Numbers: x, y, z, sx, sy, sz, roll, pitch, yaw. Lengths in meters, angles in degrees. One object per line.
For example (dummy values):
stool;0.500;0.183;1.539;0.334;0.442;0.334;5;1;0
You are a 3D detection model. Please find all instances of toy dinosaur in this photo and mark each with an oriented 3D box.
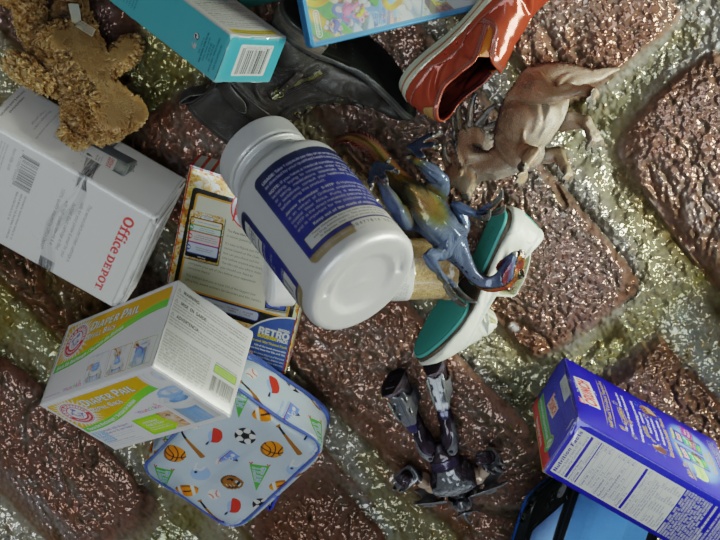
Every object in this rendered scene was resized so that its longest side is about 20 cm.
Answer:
toy dinosaur;0.162;-0.152;1.264;0.201;0.086;0.135;-51;54;1
toy dinosaur;0.087;-0.056;1.266;0.105;0.200;0.182;-38;131;-1

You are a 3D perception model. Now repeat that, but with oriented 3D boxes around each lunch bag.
lunch bag;-0.135;0.192;1.407;0.159;0.076;0.200;34;124;-18

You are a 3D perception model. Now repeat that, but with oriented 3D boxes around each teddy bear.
teddy bear;-0.289;-0.215;1.272;0.201;0.145;0.067;51;143;-9

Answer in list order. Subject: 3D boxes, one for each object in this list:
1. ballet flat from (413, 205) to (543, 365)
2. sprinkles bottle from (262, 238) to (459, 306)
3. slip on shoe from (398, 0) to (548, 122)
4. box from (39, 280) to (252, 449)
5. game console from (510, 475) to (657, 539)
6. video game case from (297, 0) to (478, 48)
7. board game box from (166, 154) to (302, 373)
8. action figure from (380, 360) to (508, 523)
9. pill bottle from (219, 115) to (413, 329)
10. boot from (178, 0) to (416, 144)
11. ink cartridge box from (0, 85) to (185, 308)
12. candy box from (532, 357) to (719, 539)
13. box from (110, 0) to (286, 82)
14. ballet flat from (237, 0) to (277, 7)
ballet flat;0.130;0.027;1.342;0.069;0.070;0.201;28;110;-4
sprinkles bottle;0.000;0.000;1.309;0.197;0.068;0.069;-1;112;-13
slip on shoe;0.126;-0.221;1.229;0.200;0.074;0.061;-42;66;11
box;-0.226;0.103;1.333;0.199;0.102;0.112;-20;134;40
game console;0.240;0.327;1.412;0.117;0.170;0.203;23;114;26
video game case;0.028;-0.301;1.197;0.198;0.018;0.145;-16;106;-19
board game box;-0.127;-0.006;1.364;0.149;0.046;0.202;16;111;1
action figure;0.087;0.198;1.405;0.128;0.070;0.202;-19;110;8
pill bottle;-0.050;-0.053;1.216;0.120;0.119;0.201;-52;56;21
boot;-0.062;-0.171;1.289;0.199;0.070;0.174;31;126;-23
ink cartridge box;-0.300;-0.074;1.321;0.198;0.085;0.146;31;130;-3
candy box;0.283;0.193;1.324;0.198;0.169;0.078;31;107;-4
box;-0.169;-0.249;1.211;0.199;0.082;0.050;39;118;26
ballet flat;-0.048;-0.297;1.243;0.197;0.069;0.072;-2;91;8
